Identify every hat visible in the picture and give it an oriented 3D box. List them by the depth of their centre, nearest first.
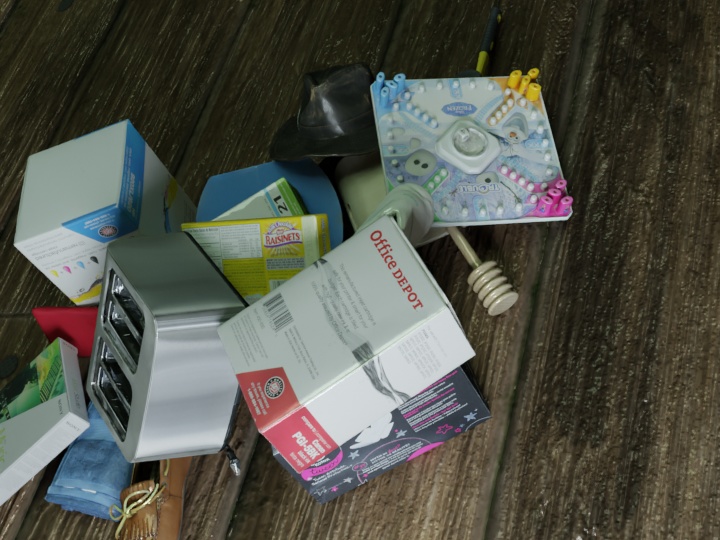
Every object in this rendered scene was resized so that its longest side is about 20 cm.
[{"bbox_3d":[-0.026,-0.200,1.306,0.198,0.082,0.201,-11,27,5],"label":"hat"}]

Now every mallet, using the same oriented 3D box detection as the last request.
[{"bbox_3d":[0.149,-0.268,1.378,0.041,0.066,0.202,-4,52,24],"label":"mallet"}]

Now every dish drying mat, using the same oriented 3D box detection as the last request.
[{"bbox_3d":[-0.309,0.075,1.355,0.198,0.077,0.018,0,38,30],"label":"dish drying mat"}]

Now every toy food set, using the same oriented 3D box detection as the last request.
[{"bbox_3d":[0.080,-0.090,1.269,0.198,0.061,0.145,-23,63,4],"label":"toy food set"}]

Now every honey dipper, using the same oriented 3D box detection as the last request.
[{"bbox_3d":[0.102,-0.043,1.193,0.038,0.038,0.201,-32,66,2],"label":"honey dipper"}]

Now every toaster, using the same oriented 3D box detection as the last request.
[{"bbox_3d":[-0.196,0.085,1.147,0.117,0.183,0.200,-5,33,-34],"label":"toaster"}]

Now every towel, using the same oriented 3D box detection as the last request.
[{"bbox_3d":[-0.273,0.181,1.267,0.110,0.049,0.202,2,56,30],"label":"towel"}]

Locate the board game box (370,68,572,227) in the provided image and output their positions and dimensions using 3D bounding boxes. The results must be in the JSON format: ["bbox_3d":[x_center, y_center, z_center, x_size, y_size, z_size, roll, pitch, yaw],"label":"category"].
[{"bbox_3d":[0.120,-0.140,1.223,0.197,0.026,0.202,-3,58,-8],"label":"board game box"}]

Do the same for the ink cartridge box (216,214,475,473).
[{"bbox_3d":[-0.015,0.065,1.026,0.199,0.083,0.147,-33,44,2],"label":"ink cartridge box"}]

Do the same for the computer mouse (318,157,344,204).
[{"bbox_3d":[0.036,-0.137,1.356,0.139,0.046,0.201,20,62,34],"label":"computer mouse"}]

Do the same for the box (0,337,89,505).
[{"bbox_3d":[-0.406,0.190,1.310,0.199,0.036,0.145,-40,38,8],"label":"box"}]

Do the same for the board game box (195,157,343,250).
[{"bbox_3d":[-0.103,-0.046,1.332,0.197,0.039,0.160,-11,88,24],"label":"board game box"}]

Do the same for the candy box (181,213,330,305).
[{"bbox_3d":[-0.111,-0.004,1.180,0.198,0.026,0.104,-1,95,39],"label":"candy box"}]

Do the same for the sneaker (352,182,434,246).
[{"bbox_3d":[0.000,0.000,1.142,0.070,0.080,0.202,35,115,9],"label":"sneaker"}]

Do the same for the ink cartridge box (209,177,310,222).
[{"bbox_3d":[-0.129,0.014,1.255,0.198,0.076,0.149,-30,80,4],"label":"ink cartridge box"}]

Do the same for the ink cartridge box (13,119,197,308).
[{"bbox_3d":[-0.297,-0.048,1.359,0.145,0.201,0.146,-18,49,15],"label":"ink cartridge box"}]

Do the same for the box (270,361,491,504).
[{"bbox_3d":[0.007,0.114,1.113,0.198,0.115,0.133,-27,46,7],"label":"box"}]

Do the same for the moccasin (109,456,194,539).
[{"bbox_3d":[-0.222,0.240,1.159,0.073,0.078,0.203,-21,44,38],"label":"moccasin"}]
